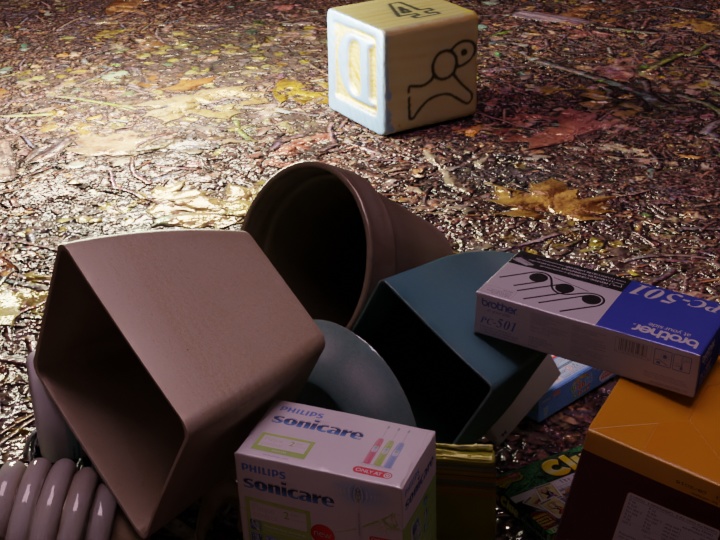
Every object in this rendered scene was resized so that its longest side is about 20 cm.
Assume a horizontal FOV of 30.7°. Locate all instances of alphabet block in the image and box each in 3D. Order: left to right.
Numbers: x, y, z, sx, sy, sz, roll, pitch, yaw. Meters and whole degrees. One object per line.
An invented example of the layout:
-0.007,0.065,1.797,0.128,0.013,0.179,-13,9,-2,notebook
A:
0.074,-0.369,2.320,0.200,0.196,0.196,-15,31,-28,alphabet block

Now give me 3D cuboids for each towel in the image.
0.078,0.200,1.168,0.086,0.200,0.018,4,58,9,towel

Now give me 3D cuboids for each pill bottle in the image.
-0.219,0.116,1.283,0.200,0.111,0.111,-9,27,-17,pill bottle

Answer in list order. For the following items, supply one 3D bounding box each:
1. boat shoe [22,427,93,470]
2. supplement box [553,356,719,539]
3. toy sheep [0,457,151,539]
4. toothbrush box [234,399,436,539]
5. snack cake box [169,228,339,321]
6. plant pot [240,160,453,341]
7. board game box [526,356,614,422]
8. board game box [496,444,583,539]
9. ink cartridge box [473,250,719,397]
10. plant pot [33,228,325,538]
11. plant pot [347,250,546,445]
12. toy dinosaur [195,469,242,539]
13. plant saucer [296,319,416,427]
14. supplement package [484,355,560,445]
-0.308,0.186,1.337,0.073,0.068,0.199,-4,26,-5,boat shoe
0.264,0.191,1.131,0.133,0.200,0.197,22,33,19,supplement box
-0.284,0.232,1.178,0.200,0.138,0.138,15,25,-7,toy sheep
-0.016,0.223,1.099,0.145,0.200,0.086,10,30,20,toothbrush box
-0.133,0.050,1.385,0.200,0.067,0.115,23,42,-8,snack cake box
0.000,0.000,1.336,0.173,0.200,0.200,8,14,-44,plant pot
0.180,0.097,1.533,0.151,0.037,0.200,-24,35,-36,board game box
0.237,0.212,1.314,0.200,0.024,0.105,-15,27,-27,board game box
0.208,0.042,1.129,0.200,0.044,0.094,16,32,25,ink cartridge box
-0.151,0.076,1.152,0.177,0.200,0.200,-24,66,-34,plant pot
0.101,0.072,1.242,0.141,0.141,0.200,45,41,19,plant pot
-0.133,0.208,1.248,0.058,0.101,0.200,-2,47,21,toy dinosaur
-0.030,0.147,1.224,0.201,0.201,0.039,22,33,39,plant saucer
0.100,0.081,1.438,0.110,0.114,0.200,-47,46,-14,supplement package
